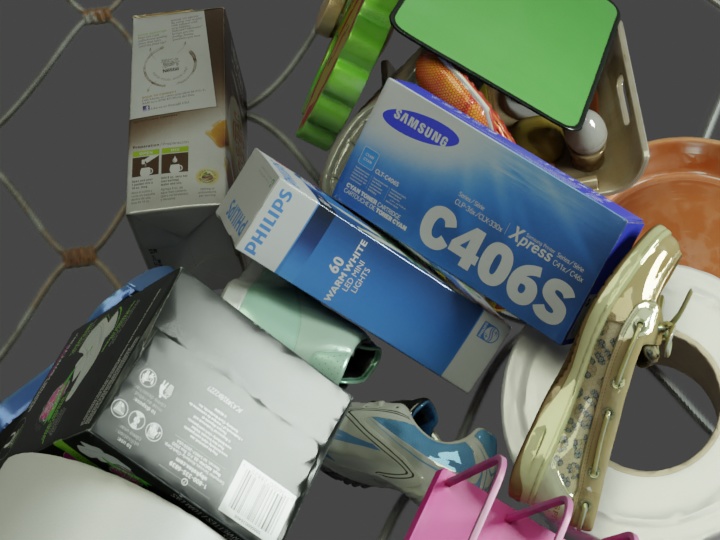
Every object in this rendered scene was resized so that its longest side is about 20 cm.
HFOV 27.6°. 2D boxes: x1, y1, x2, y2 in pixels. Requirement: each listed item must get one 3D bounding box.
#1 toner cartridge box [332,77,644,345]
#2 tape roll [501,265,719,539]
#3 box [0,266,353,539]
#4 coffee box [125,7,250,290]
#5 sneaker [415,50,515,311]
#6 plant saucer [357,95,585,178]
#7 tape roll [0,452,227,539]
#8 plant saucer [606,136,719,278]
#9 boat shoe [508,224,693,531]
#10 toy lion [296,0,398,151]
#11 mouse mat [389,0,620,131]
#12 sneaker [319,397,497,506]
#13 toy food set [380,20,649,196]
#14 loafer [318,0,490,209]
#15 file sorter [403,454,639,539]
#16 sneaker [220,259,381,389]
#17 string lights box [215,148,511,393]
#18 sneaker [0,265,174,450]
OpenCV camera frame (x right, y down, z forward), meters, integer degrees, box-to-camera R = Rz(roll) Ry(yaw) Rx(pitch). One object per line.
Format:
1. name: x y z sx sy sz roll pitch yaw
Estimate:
1. toner cartridge box: 0.084 -0.042 1.000 0.199 0.043 0.096 33 104 22
2. tape roll: 0.197 0.100 1.006 0.199 0.071 0.205 -5 66 11
3. box: -0.129 0.110 0.965 0.148 0.199 0.125 38 61 -18
4. coffee box: -0.136 -0.097 1.177 0.078 0.115 0.202 -6 57 3
5. sneaker: 0.081 -0.063 1.065 0.076 0.073 0.202 -25 99 -2
6. plant saucer: 0.084 -0.083 1.186 0.197 0.036 0.202 -5 56 8
7. tape roll: -0.157 0.200 0.934 0.200 0.203 0.071 17 60 17
8. plant saucer: 0.253 -0.014 1.128 0.197 0.032 0.203 -3 58 5
9. boat shoe: 0.164 0.068 0.946 0.062 0.073 0.202 26 86 16
10. toy lion: -0.007 -0.175 1.171 0.068 0.200 0.194 24 68 -8
11. mouse mat: 0.114 -0.191 1.104 0.160 0.008 0.201 30 42 -2
12. sneaker: 0.010 0.116 1.027 0.198 0.072 0.073 17 72 35
13. toy food set: 0.117 -0.123 1.147 0.197 0.061 0.145 -8 56 5
14. loafer: 0.036 -0.116 1.113 0.072 0.063 0.201 41 77 -13
15. file sorter: 0.120 0.221 0.879 0.199 0.125 0.140 31 68 -6
16. sneaker: -0.042 0.045 1.066 0.117 0.201 0.074 26 102 0
17. string lights box: 0.000 0.000 1.026 0.059 0.199 0.103 -55 20 6
18. sneaker: -0.189 0.087 1.094 0.078 0.070 0.200 38 74 22
